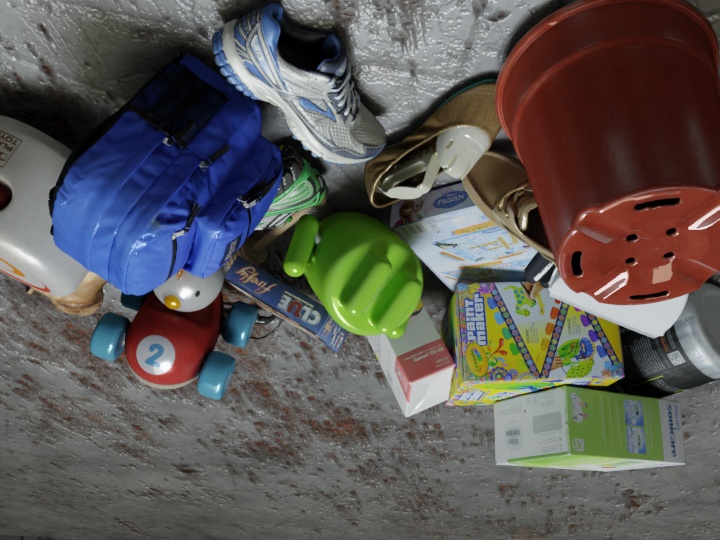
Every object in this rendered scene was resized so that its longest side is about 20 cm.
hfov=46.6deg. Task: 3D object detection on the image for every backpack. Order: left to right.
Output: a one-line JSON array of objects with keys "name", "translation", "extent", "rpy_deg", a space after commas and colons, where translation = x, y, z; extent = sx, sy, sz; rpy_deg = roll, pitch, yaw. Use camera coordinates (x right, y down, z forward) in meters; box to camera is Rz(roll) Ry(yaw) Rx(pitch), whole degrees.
[{"name": "backpack", "translation": [-0.182, -0.075, 0.787], "extent": [0.167, 0.200, 0.163], "rpy_deg": [35, 147, 6]}]

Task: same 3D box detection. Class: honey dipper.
[{"name": "honey dipper", "translation": [-0.101, -0.047, 1.027], "extent": [0.038, 0.038, 0.200], "rpy_deg": [25, 143, -29]}]

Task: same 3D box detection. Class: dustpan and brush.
[{"name": "dustpan and brush", "translation": [0.291, -0.027, 0.826], "extent": [0.139, 0.057, 0.200], "rpy_deg": [22, 141, -4]}]

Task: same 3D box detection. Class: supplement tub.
[{"name": "supplement tub", "translation": [0.396, 0.105, 1.109], "extent": [0.122, 0.123, 0.200], "rpy_deg": [23, 146, -27]}]

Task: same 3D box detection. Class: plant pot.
[{"name": "plant pot", "translation": [0.223, -0.091, 0.701], "extent": [0.199, 0.196, 0.201], "rpy_deg": [-1, 142, 0]}]

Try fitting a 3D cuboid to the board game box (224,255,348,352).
[{"name": "board game box", "translation": [-0.089, 0.048, 1.074], "extent": [0.135, 0.035, 0.200], "rpy_deg": [30, 173, 11]}]

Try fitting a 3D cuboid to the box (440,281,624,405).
[{"name": "box", "translation": [0.209, 0.097, 1.073], "extent": [0.191, 0.123, 0.200], "rpy_deg": [-2, 163, -1]}]

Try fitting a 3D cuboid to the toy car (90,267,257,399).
[{"name": "toy car", "translation": [-0.233, 0.035, 1.078], "extent": [0.183, 0.178, 0.201], "rpy_deg": [19, 137, 1]}]

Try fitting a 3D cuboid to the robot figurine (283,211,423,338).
[{"name": "robot figurine", "translation": [0.000, 0.000, 0.957], "extent": [0.175, 0.116, 0.200], "rpy_deg": [30, -173, -24]}]

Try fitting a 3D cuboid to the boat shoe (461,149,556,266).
[{"name": "boat shoe", "translation": [0.172, -0.062, 0.822], "extent": [0.071, 0.200, 0.064], "rpy_deg": [-50, 150, 5]}]

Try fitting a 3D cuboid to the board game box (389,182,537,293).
[{"name": "board game box", "translation": [0.169, -0.038, 0.985], "extent": [0.199, 0.041, 0.199], "rpy_deg": [-12, 145, 29]}]

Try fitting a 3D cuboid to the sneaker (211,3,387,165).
[{"name": "sneaker", "translation": [-0.037, -0.168, 0.769], "extent": [0.085, 0.078, 0.199], "rpy_deg": [-26, 138, 37]}]

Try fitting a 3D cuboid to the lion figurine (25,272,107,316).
[{"name": "lion figurine", "translation": [-0.366, 0.003, 1.127], "extent": [0.199, 0.073, 0.122], "rpy_deg": [-26, 145, 36]}]

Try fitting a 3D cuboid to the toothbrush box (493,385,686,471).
[{"name": "toothbrush box", "translation": [0.294, 0.210, 1.082], "extent": [0.199, 0.087, 0.145], "rpy_deg": [9, 160, -28]}]

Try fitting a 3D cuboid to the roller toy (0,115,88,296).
[{"name": "roller toy", "translation": [-0.357, -0.072, 0.897], "extent": [0.182, 0.140, 0.199], "rpy_deg": [38, 160, -30]}]

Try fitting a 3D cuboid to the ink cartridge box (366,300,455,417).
[{"name": "ink cartridge box", "translation": [0.048, 0.074, 1.092], "extent": [0.067, 0.201, 0.117], "rpy_deg": [-21, 152, -11]}]

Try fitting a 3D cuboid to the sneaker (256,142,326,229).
[{"name": "sneaker", "translation": [-0.125, -0.068, 0.951], "extent": [0.199, 0.079, 0.085], "rpy_deg": [-18, 143, 35]}]

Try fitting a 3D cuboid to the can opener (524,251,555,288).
[{"name": "can opener", "translation": [0.248, -0.053, 0.874], "extent": [0.063, 0.079, 0.200], "rpy_deg": [28, 123, -35]}]

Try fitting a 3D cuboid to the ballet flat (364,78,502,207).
[{"name": "ballet flat", "translation": [0.074, -0.115, 0.839], "extent": [0.068, 0.073, 0.199], "rpy_deg": [30, 142, -33]}]

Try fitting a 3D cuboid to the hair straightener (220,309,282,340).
[{"name": "hair straightener", "translation": [-0.216, 0.075, 1.263], "extent": [0.198, 0.041, 0.077], "rpy_deg": [1, 150, 0]}]
